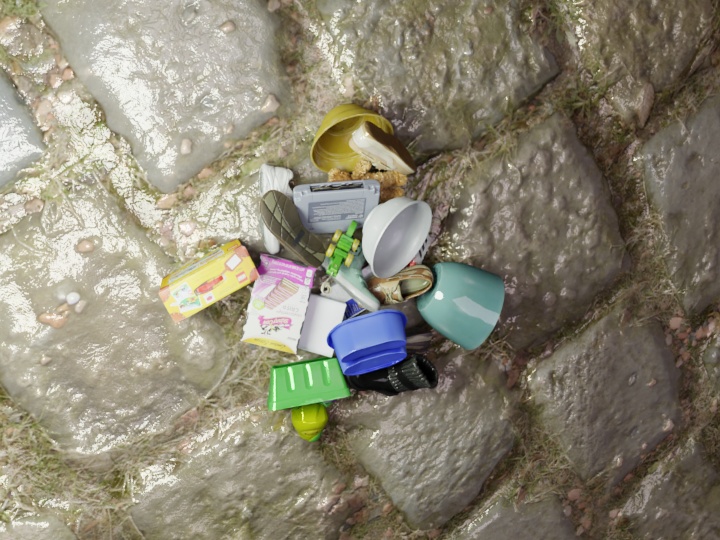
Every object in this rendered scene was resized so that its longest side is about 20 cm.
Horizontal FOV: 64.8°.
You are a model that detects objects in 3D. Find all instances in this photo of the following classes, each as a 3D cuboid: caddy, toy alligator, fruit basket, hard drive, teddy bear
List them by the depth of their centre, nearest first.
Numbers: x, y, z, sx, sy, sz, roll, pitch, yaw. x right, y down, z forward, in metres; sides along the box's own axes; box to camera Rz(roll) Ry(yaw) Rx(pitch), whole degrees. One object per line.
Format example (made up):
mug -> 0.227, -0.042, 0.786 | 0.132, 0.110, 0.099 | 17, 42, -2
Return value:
toy alligator -> -0.052, -0.024, 1.283 | 0.058, 0.054, 0.203 | 25, 62, -6
caddy -> 0.020, 0.158, 1.318 | 0.195, 0.107, 0.143 | -14, 147, -5
teddy bear -> 0.019, -0.194, 1.340 | 0.196, 0.068, 0.146 | 10, 132, -25
hard drive -> -0.145, 0.116, 1.356 | 0.195, 0.026, 0.135 | 16, 95, -7
fruit basket -> -0.126, 0.321, 1.369 | 0.210, 0.155, 0.222 | 1, 85, -12

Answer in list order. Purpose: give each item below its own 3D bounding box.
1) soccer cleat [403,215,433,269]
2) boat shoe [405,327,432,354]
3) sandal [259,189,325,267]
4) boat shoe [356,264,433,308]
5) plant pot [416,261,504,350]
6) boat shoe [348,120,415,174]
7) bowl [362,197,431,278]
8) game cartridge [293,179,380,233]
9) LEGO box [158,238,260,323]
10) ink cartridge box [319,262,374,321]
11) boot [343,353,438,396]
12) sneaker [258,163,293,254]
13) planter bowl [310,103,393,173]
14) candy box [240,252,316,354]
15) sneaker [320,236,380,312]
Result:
soccer cleat -> 0.140, -0.051, 1.422 | 0.083, 0.068, 0.206 | -1, 99, -24
boat shoe -> 0.094, 0.197, 1.448 | 0.195, 0.074, 0.075 | -5, 101, -16
sandal -> -0.154, -0.087, 1.256 | 0.200, 0.054, 0.082 | 46, 67, -25
boat shoe -> 0.082, 0.042, 1.360 | 0.196, 0.074, 0.077 | -21, 111, 4
plant pot -> 0.236, 0.071, 1.412 | 0.158, 0.200, 0.204 | 25, 92, -13
boat shoe -> 0.049, -0.262, 1.268 | 0.068, 0.075, 0.198 | -30, 145, 29
bowl -> 0.068, -0.091, 1.307 | 0.199, 0.090, 0.204 | -35, 147, -26
game cartridge -> -0.057, -0.143, 1.295 | 0.195, 0.041, 0.135 | -6, 138, -12
LEGO box -> -0.329, 0.016, 1.235 | 0.197, 0.149, 0.078 | -29, 107, -10
ink cartridge box -> -0.001, 0.049, 1.408 | 0.197, 0.037, 0.096 | -30, 107, -12
boot -> 0.076, 0.249, 1.388 | 0.208, 0.156, 0.081 | 20, 60, -39
sneaker -> -0.181, -0.139, 1.296 | 0.097, 0.078, 0.206 | -2, 102, -21
planter bowl -> -0.029, -0.314, 1.285 | 0.196, 0.201, 0.085 | -13, 66, -15
candy box -> -0.187, 0.074, 1.303 | 0.133, 0.061, 0.205 | 13, 94, -7
sneaker -> 0.000, 0.000, 1.338 | 0.118, 0.074, 0.200 | -44, 69, -10
